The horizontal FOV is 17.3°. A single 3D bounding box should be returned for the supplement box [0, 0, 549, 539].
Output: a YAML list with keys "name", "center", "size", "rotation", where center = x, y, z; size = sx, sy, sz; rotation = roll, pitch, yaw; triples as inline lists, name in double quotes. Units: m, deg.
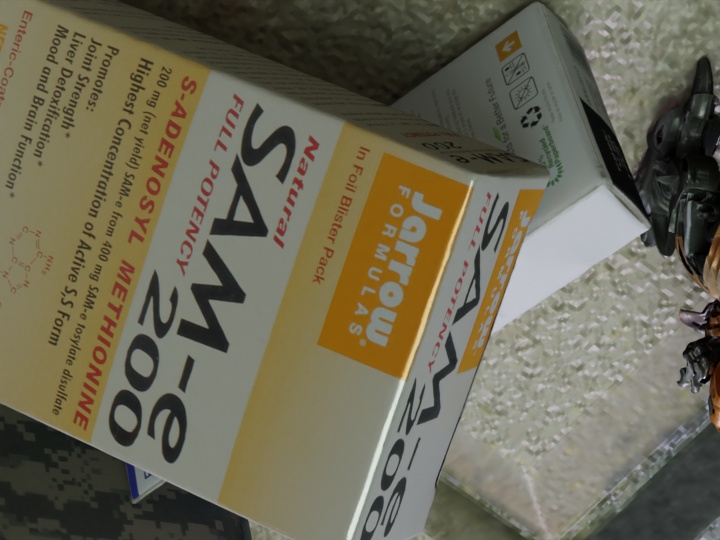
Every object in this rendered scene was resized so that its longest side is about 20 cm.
- name: "supplement box"
  center: [-0.057, -0.007, 0.747]
  size: [0.199, 0.073, 0.127]
  rotation: [22, 100, 20]

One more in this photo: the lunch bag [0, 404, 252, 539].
- name: "lunch bag"
  center: [-0.156, 0.122, 0.839]
  size: [0.199, 0.140, 0.168]
  rotation: [10, 126, -25]

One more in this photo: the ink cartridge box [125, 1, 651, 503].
- name: "ink cartridge box"
  center: [0.000, 0.000, 0.806]
  size: [0.200, 0.095, 0.037]
  rotation: [-33, 132, 18]

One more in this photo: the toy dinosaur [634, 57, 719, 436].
- name: "toy dinosaur"
  center: [0.148, -0.005, 0.782]
  size: [0.102, 0.136, 0.201]
  rotation: [16, 120, -9]
